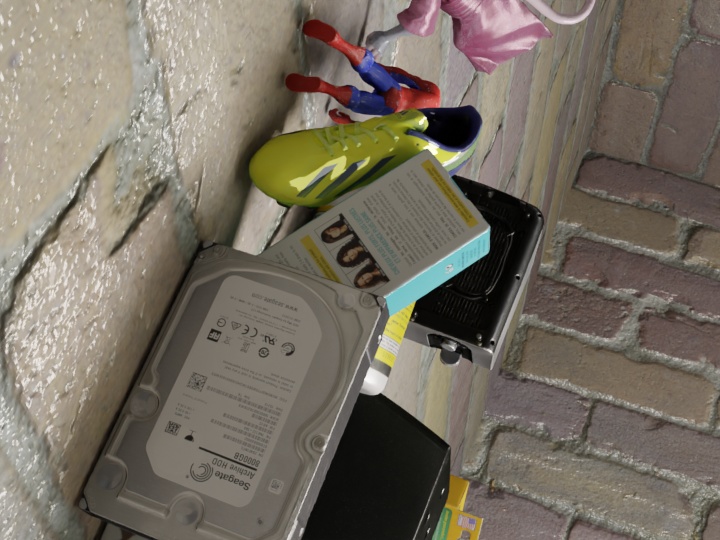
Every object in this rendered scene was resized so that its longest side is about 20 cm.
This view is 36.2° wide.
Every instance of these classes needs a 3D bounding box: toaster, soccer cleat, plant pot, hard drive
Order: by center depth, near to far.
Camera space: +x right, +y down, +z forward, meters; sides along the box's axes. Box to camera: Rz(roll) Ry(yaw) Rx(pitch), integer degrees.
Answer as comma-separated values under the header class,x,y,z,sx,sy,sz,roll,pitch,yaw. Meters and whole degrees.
class,x,y,z,sx,sy,sz,roll,pitch,yaw
hard drive,-0.080,0.089,0.725,0.038,0.140,0.200,73,38,-66
soccer cleat,0.007,-0.096,0.832,0.200,0.065,0.084,-11,156,-36
plant pot,-0.018,0.221,1.058,0.200,0.177,0.200,83,29,-58
toaster,0.088,-0.010,1.182,0.119,0.181,0.200,79,32,-69

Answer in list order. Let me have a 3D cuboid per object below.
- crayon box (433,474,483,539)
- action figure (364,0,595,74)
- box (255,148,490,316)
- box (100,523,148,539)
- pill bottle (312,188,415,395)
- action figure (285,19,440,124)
class,x,y,z,sx,sy,sz,roll,pitch,yaw
crayon box,0.060,0.302,1.412,0.052,0.200,0.126,-58,161,-46
action figure,0.090,-0.241,0.957,0.200,0.149,0.134,15,83,-44
box,-0.009,0.001,0.803,0.200,0.082,0.049,-32,158,-7
box,-0.098,0.291,0.779,0.171,0.199,0.200,70,40,-68
pill bottle,0.000,0.000,0.980,0.112,0.112,0.200,55,54,-73
action figure,-0.004,-0.152,0.907,0.200,0.099,0.065,16,95,-54
